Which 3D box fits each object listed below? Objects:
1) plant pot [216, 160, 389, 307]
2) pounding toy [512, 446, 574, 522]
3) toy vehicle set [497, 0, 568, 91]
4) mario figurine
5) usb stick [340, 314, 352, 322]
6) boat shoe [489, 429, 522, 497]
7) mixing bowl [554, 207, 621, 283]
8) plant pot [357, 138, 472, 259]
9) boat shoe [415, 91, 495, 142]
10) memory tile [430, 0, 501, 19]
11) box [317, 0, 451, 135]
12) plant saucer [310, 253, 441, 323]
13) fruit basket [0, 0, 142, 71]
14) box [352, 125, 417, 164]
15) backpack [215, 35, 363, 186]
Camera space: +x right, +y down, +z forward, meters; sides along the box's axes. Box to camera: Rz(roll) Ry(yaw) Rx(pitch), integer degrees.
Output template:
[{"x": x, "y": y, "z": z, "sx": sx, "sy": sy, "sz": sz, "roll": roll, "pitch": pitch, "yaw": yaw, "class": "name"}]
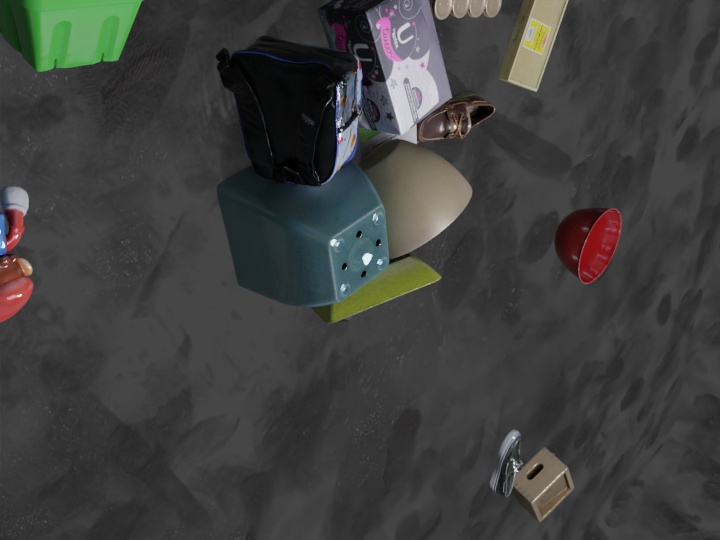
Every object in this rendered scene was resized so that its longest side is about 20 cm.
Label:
[{"x": -0.067, "y": -0.058, "z": 1.241, "sx": 0.196, "sy": 0.199, "sz": 0.197, "roll": -35, "pitch": 136, "yaw": -32, "class": "plant pot"}, {"x": 0.562, "y": 0.638, "z": 2.519, "sx": 0.200, "sy": 0.142, "sz": 0.185, "roll": -41, "pitch": 139, "yaw": -11, "class": "pounding toy"}, {"x": 0.347, "y": -0.468, "z": 1.635, "sx": 0.124, "sy": 0.026, "sz": 0.201, "roll": 2, "pitch": 110, "yaw": -51, "class": "toy vehicle set"}, {"x": -0.440, "y": -0.034, "z": 0.927, "sx": 0.122, "sy": 0.106, "sz": 0.201, "roll": -9, "pitch": 113, "yaw": -6, "class": "mario figurine"}, {"x": 0.000, "y": 0.000, "z": 1.498, "sx": 0.055, "sy": 0.033, "sz": 0.201, "roll": 19, "pitch": 96, "yaw": -53, "class": "usb stick"}, {"x": 0.431, "y": 0.552, "z": 2.335, "sx": 0.072, "sy": 0.071, "sz": 0.201, "roll": -10, "pitch": 118, "yaw": -47, "class": "boat shoe"}, {"x": 0.562, "y": -0.079, "z": 2.071, "sx": 0.200, "sy": 0.108, "sz": 0.201, "roll": -30, "pitch": 133, "yaw": -38, "class": "mixing bowl"}, {"x": 0.063, "y": -0.133, "z": 1.330, "sx": 0.200, "sy": 0.200, "sz": 0.135, "roll": -45, "pitch": 111, "yaw": -23, "class": "plant pot"}, {"x": 0.173, "y": -0.278, "z": 1.503, "sx": 0.199, "sy": 0.072, "sz": 0.073, "roll": -25, "pitch": 130, "yaw": -40, "class": "boat shoe"}, {"x": 0.195, "y": -0.520, "z": 1.428, "sx": 0.199, "sy": 0.017, "sz": 0.154, "roll": -18, "pitch": 125, "yaw": -43, "class": "memory tile"}, {"x": 0.041, "y": -0.328, "z": 1.249, "sx": 0.132, "sy": 0.114, "sz": 0.201, "roll": -40, "pitch": 128, "yaw": -28, "class": "box"}, {"x": 0.006, "y": 0.009, "z": 1.353, "sx": 0.199, "sy": 0.200, "sz": 0.048, "roll": -22, "pitch": 105, "yaw": -12, "class": "plant saucer"}, {"x": -0.297, "y": -0.325, "z": 0.790, "sx": 0.155, "sy": 0.215, "sz": 0.217, "roll": -23, "pitch": 128, "yaw": -41, "class": "fruit basket"}, {"x": 0.041, "y": -0.202, "z": 1.422, "sx": 0.144, "sy": 0.036, "sz": 0.201, "roll": -32, "pitch": 135, "yaw": -34, "class": "box"}, {"x": -0.085, "y": -0.220, "z": 1.143, "sx": 0.154, "sy": 0.199, "sz": 0.192, "roll": -40, "pitch": 140, "yaw": -50, "class": "backpack"}]
